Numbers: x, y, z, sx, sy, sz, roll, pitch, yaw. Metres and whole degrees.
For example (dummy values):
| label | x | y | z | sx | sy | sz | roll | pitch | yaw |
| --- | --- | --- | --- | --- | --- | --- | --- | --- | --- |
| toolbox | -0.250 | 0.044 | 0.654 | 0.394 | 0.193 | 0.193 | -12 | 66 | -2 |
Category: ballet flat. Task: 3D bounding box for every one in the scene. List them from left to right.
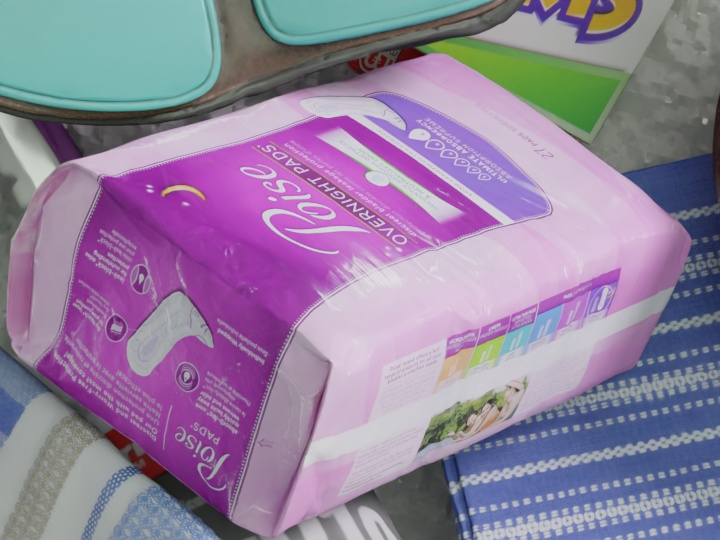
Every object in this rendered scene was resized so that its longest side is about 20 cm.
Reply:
| label | x | y | z | sx | sy | sz | roll | pitch | yaw |
| --- | --- | --- | --- | --- | --- | --- | --- | --- | --- |
| ballet flat | -0.042 | -0.082 | 0.851 | 0.199 | 0.068 | 0.068 | -7 | 90 | -6 |

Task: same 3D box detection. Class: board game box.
| label | x | y | z | sx | sy | sz | roll | pitch | yaw |
| --- | --- | --- | --- | --- | --- | --- | --- | --- | --- |
| board game box | 0.080 | -0.136 | 0.927 | 0.095 | 0.030 | 0.201 | 26 | 101 | -25 |

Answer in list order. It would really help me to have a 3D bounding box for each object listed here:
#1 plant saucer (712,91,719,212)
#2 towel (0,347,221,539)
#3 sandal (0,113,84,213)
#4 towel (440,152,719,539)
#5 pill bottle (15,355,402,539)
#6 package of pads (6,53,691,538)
| label | x | y | z | sx | sy | sz | roll | pitch | yaw |
| --- | --- | --- | --- | --- | --- | --- | --- | --- | --- |
| plant saucer | 0.179 | 0.007 | 0.909 | 0.032 | 0.200 | 0.201 | -35 | 92 | 28 |
| towel | -0.098 | 0.122 | 0.786 | 0.024 | 0.200 | 0.147 | 22 | 100 | -43 |
| sandal | -0.119 | -0.086 | 0.902 | 0.050 | 0.082 | 0.203 | -27 | 102 | 0 |
| towel | 0.095 | 0.050 | 0.897 | 0.144 | 0.024 | 0.201 | -12 | 56 | -2 |
| pill bottle | -0.040 | 0.104 | 0.834 | 0.113 | 0.114 | 0.200 | -24 | 49 | -11 |
| package of pads | 0.000 | 0.000 | 0.834 | 0.120 | 0.200 | 0.076 | 34 | 122 | 27 |
